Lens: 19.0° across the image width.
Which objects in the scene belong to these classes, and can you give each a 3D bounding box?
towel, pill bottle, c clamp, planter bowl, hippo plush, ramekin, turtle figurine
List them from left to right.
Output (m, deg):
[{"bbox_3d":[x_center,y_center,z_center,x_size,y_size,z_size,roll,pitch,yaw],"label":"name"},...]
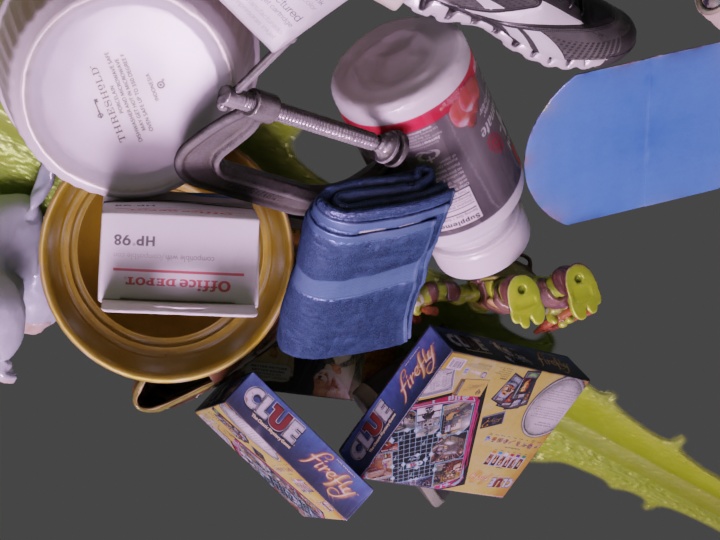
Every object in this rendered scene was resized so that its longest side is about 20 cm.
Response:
[{"bbox_3d":[-0.297,0.031,1.717,0.199,0.161,0.160,-19,130,14],"label":"hippo plush"},{"bbox_3d":[-0.170,-0.145,1.577,0.201,0.094,0.204,-3,115,-7],"label":"ramekin"},{"bbox_3d":[-0.155,-0.017,1.713,0.199,0.083,0.202,-1,99,-7],"label":"planter bowl"},{"bbox_3d":[-0.041,-0.090,1.542,0.170,0.027,0.199,-32,147,31],"label":"c clamp"},{"bbox_3d":[0.000,0.000,1.635,0.111,0.049,0.200,-11,151,-19],"label":"towel"},{"bbox_3d":[0.062,-0.089,1.664,0.110,0.111,0.200,-18,131,12],"label":"pill bottle"},{"bbox_3d":[0.131,0.017,1.762,0.199,0.065,0.161,6,177,-23],"label":"turtle figurine"}]

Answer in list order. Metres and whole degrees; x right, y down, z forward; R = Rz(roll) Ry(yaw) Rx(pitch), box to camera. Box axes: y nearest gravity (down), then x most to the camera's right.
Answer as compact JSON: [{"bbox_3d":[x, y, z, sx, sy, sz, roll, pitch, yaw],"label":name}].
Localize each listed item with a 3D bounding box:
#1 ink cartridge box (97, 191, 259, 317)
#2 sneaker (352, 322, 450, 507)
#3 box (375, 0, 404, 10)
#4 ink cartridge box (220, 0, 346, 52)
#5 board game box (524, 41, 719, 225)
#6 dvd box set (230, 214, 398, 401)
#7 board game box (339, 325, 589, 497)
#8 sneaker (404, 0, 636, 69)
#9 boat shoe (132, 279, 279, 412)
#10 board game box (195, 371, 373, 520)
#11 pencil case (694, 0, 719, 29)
[{"bbox_3d":[-0.133,-0.015,1.571,0.115,0.200,0.067,2,98,-7],"label":"ink cartridge box"},{"bbox_3d":[0.071,0.131,1.889,0.106,0.075,0.200,-40,149,-8],"label":"sneaker"},{"bbox_3d":[-0.021,-0.294,1.479,0.199,0.109,0.128,28,124,-24],"label":"box"},{"bbox_3d":[-0.028,-0.259,1.379,0.200,0.088,0.145,-33,125,20],"label":"ink cartridge box"},{"bbox_3d":[0.218,-0.118,1.693,0.199,0.039,0.159,-14,137,-8],"label":"board game box"},{"bbox_3d":[-0.030,0.027,1.817,0.145,0.029,0.201,8,131,-10],"label":"dvd box set"},{"bbox_3d":[0.089,0.121,1.797,0.200,0.035,0.136,15,116,-50],"label":"board game box"},{"bbox_3d":[0.123,-0.208,1.583,0.199,0.067,0.091,17,143,-15],"label":"sneaker"},{"bbox_3d":[-0.119,0.063,1.786,0.072,0.068,0.200,44,131,-4],"label":"boat shoe"},{"bbox_3d":[-0.066,0.146,1.767,0.135,0.200,0.035,45,78,-4],"label":"board game box"},{"bbox_3d":[0.341,-0.194,1.607,0.199,0.078,0.089,22,148,-21],"label":"pencil case"}]
